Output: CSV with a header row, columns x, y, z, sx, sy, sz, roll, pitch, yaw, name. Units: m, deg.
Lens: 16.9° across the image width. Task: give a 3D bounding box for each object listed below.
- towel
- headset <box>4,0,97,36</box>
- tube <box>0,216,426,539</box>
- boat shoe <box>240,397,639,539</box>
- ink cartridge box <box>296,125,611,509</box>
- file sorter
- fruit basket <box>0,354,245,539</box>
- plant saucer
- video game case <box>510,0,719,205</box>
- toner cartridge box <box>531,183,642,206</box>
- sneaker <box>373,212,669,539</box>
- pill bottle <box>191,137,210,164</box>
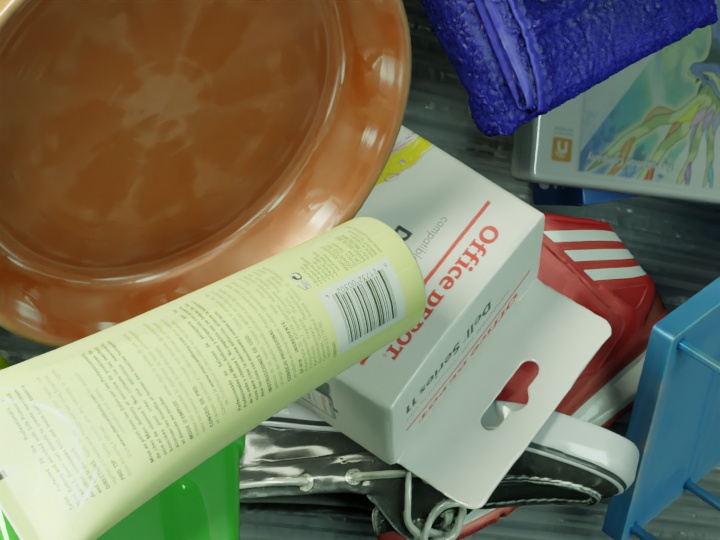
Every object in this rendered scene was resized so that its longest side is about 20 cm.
x,y,z,sx,sy,sz,roll,pitch,yaw,name
0.081,-0.176,1.097,0.148,0.050,0.200,-30,107,-24,towel
-0.114,-0.138,0.930,0.200,0.094,0.124,-18,63,-1,headset
-0.062,0.038,0.908,0.200,0.058,0.052,-29,128,-37,tube
0.022,0.094,1.078,0.199,0.074,0.068,7,69,2,boat shoe
0.000,0.000,1.046,0.200,0.067,0.117,32,69,16,ink cartridge box
0.237,0.065,1.196,0.200,0.123,0.139,-33,145,-38,file sorter
-0.154,0.093,0.974,0.155,0.216,0.216,5,90,-34,fruit basket
-0.074,-0.058,0.915,0.200,0.032,0.200,-20,134,-22,plant saucer
0.167,-0.125,1.194,0.200,0.022,0.182,5,90,-33,video game case
0.126,-0.136,1.207,0.095,0.043,0.200,-11,99,-34,toner cartridge box
0.061,0.045,1.171,0.200,0.078,0.116,-36,97,-31,sneaker
-0.121,-0.071,0.981,0.200,0.111,0.111,-13,100,-17,pill bottle
